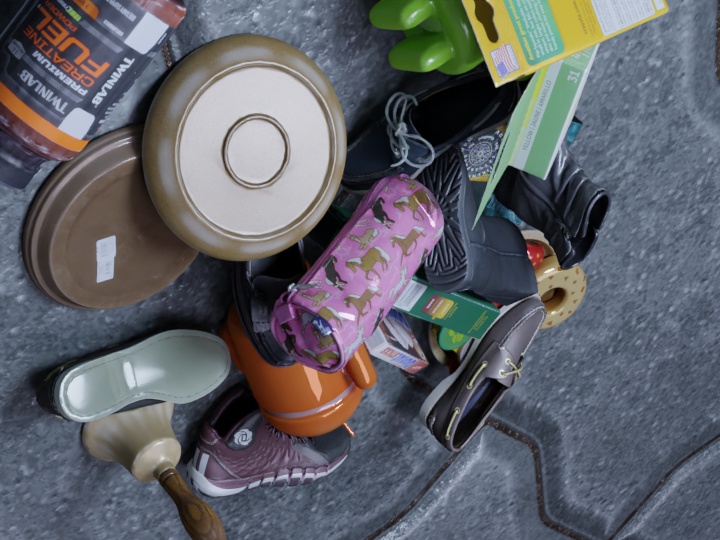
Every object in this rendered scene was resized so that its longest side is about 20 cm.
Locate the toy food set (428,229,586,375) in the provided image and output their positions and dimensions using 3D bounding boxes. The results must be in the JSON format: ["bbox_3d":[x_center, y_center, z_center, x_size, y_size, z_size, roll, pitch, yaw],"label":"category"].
[{"bbox_3d":[0.160,0.042,1.914,0.198,0.049,0.200,-46,143,4],"label":"toy food set"}]

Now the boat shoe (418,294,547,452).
[{"bbox_3d":[0.147,0.114,1.882,0.201,0.060,0.072,-51,142,10],"label":"boat shoe"}]

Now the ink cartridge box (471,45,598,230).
[{"bbox_3d":[0.168,-0.140,1.538,0.146,0.047,0.201,105,8,-47],"label":"ink cartridge box"}]

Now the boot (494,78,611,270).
[{"bbox_3d":[0.210,-0.111,1.699,0.069,0.132,0.202,-20,137,-26],"label":"boot"}]

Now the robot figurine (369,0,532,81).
[{"bbox_3d":[0.107,-0.256,1.524,0.199,0.115,0.177,-33,110,-19],"label":"robot figurine"}]

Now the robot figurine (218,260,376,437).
[{"bbox_3d":[-0.064,0.081,1.674,0.142,0.117,0.202,-18,120,2],"label":"robot figurine"}]

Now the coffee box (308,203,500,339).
[{"bbox_3d":[0.047,0.003,1.716,0.199,0.123,0.044,20,111,-51],"label":"coffee box"}]

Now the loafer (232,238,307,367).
[{"bbox_3d":[-0.083,-0.007,1.555,0.071,0.063,0.203,-9,95,-14],"label":"loafer"}]

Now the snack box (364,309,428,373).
[{"bbox_3d":[0.026,0.062,1.737,0.024,0.072,0.200,-31,165,7],"label":"snack box"}]

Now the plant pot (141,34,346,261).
[{"bbox_3d":[-0.096,-0.106,1.485,0.198,0.027,0.203,-5,102,-27],"label":"plant pot"}]

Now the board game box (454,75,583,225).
[{"bbox_3d":[0.134,-0.121,1.753,0.199,0.028,0.136,10,118,-47],"label":"board game box"}]

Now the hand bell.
[{"bbox_3d":[-0.182,0.208,1.637,0.103,0.200,0.105,-24,139,-23],"label":"hand bell"}]

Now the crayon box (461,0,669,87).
[{"bbox_3d":[0.159,-0.246,1.452,0.199,0.051,0.127,-25,97,-26],"label":"crayon box"}]

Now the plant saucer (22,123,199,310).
[{"bbox_3d":[-0.210,-0.041,1.518,0.198,0.029,0.202,-25,140,-23],"label":"plant saucer"}]

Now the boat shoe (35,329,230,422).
[{"bbox_3d":[-0.218,0.100,1.621,0.200,0.060,0.073,-11,94,-40],"label":"boat shoe"}]

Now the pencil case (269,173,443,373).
[{"bbox_3d":[0.000,0.000,1.546,0.200,0.082,0.087,-51,160,-33],"label":"pencil case"}]

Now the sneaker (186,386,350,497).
[{"bbox_3d":[-0.087,0.170,1.792,0.198,0.076,0.117,-13,130,-33],"label":"sneaker"}]

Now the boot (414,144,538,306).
[{"bbox_3d":[0.118,-0.052,1.708,0.199,0.065,0.167,7,77,-61],"label":"boot"}]

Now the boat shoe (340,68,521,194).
[{"bbox_3d":[0.059,-0.134,1.596,0.198,0.076,0.062,-22,167,15],"label":"boat shoe"}]

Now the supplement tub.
[{"bbox_3d":[-0.233,-0.161,1.318,0.201,0.107,0.107,-51,142,9],"label":"supplement tub"}]
